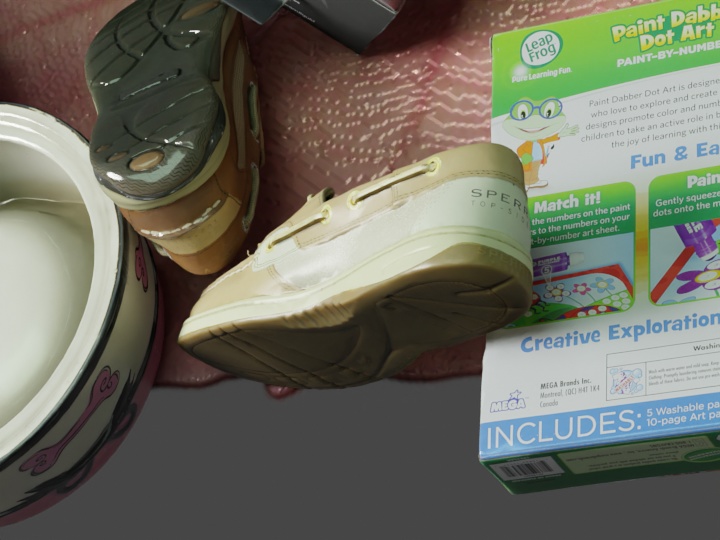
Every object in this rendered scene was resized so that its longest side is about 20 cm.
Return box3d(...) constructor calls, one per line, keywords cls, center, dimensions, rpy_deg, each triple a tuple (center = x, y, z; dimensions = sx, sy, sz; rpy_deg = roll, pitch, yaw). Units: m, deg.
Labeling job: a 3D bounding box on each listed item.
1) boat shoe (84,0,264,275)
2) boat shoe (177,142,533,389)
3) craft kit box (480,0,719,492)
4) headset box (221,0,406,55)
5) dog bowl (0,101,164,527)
box3d(cls="boat shoe", center=(-0.079, -0.066, 1.013), dimensions=(0.075, 0.074, 0.200), rpy_deg=(-19, 31, 13))
box3d(cls="boat shoe", center=(0.000, 0.000, 0.918), dimensions=(0.199, 0.074, 0.067), rpy_deg=(-17, 54, 47))
box3d(cls="craft kit box", center=(0.147, -0.020, 0.892), dimensions=(0.199, 0.049, 0.199), rpy_deg=(-9, 62, 23))
box3d(cls="headset box", center=(-0.018, -0.207, 1.021), dimensions=(0.148, 0.075, 0.201), rpy_deg=(30, 75, -7))
box3d(cls="dog bowl", center=(-0.176, 0.028, 1.020), dimensions=(0.199, 0.074, 0.201), rpy_deg=(-13, 59, 21))
